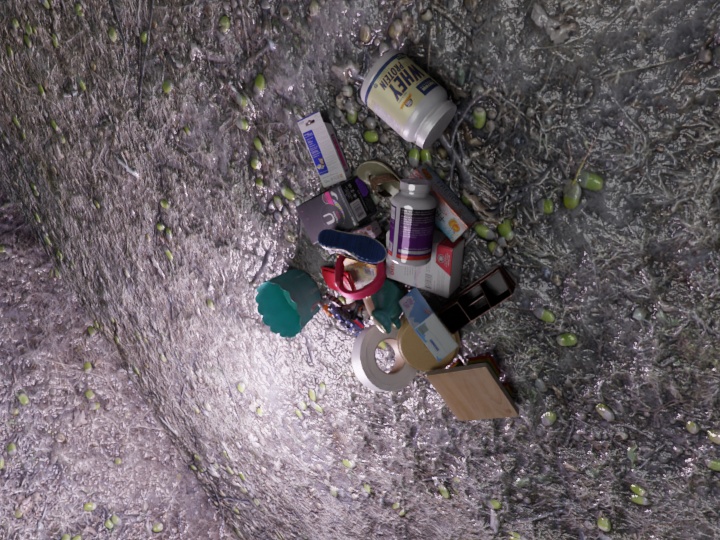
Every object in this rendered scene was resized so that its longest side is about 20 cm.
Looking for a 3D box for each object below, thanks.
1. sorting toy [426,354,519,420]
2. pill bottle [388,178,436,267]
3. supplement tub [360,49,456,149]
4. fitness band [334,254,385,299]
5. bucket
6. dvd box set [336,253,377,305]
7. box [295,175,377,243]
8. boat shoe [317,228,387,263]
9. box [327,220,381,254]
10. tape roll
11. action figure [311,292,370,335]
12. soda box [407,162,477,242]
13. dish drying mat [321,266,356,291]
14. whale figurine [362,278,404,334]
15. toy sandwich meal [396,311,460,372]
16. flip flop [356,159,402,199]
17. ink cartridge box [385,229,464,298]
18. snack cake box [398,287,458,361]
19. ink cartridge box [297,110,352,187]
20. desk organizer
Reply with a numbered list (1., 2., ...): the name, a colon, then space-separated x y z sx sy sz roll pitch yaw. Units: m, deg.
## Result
1. sorting toy: 0.321 0.327 1.607 0.196 0.070 0.201 -17 120 39
2. pill bottle: 0.128 -0.119 1.404 0.111 0.112 0.204 16 113 29
3. supplement tub: 0.113 -0.398 1.334 0.200 0.145 0.146 43 133 9
4. fitness band: 0.000 0.000 1.585 0.140 0.202 0.038 -10 131 9
5. bucket: -0.237 0.104 1.892 0.204 0.134 0.211 18 123 29
6. dvd box set: 0.008 0.043 1.718 0.144 0.029 0.203 14 132 31
7. box: -0.071 -0.173 1.628 0.198 0.106 0.124 -19 102 43
8. boat shoe: -0.017 -0.068 1.573 0.196 0.072 0.074 19 85 11
9. box: -0.023 -0.096 1.680 0.198 0.041 0.039 -18 104 41
10. tape roll: 0.075 0.255 1.686 0.204 0.201 0.071 56 155 -3
11. action figure: -0.053 0.116 1.735 0.190 0.106 0.200 7 154 30
12. soda box: 0.201 -0.173 1.448 0.201 0.063 0.068 49 134 6
13. dish drying mat: -0.069 0.033 1.746 0.199 0.018 0.078 12 127 62
14. whale figurine: 0.071 0.094 1.572 0.103 0.201 0.160 -36 103 14
15. toy sandwich meal: 0.190 0.194 1.643 0.200 0.070 0.210 2 108 7
16. flip flop: 0.069 -0.225 1.524 0.199 0.057 0.082 40 132 13
17. ink cartridge box: 0.172 -0.033 1.534 0.197 0.085 0.150 21 125 30
18. snack cake box: 0.171 0.135 1.476 0.067 0.200 0.116 -38 107 4
19. ink cartridge box: -0.102 -0.342 1.606 0.093 0.037 0.203 -10 110 41
20. desk organizer: 0.298 0.077 1.465 0.199 0.077 0.072 -38 90 26
